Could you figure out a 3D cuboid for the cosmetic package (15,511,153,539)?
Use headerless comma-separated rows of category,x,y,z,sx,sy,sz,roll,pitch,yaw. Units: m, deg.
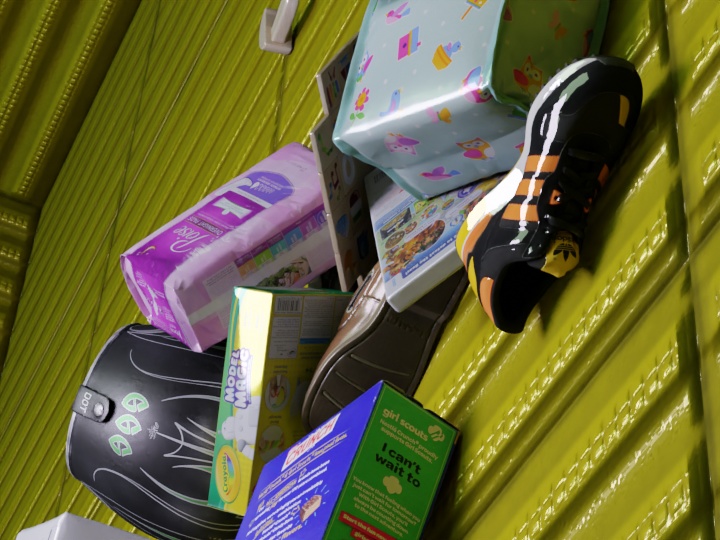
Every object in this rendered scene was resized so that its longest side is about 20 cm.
cosmetic package,-0.202,0.303,1.763,0.200,0.198,0.124,152,137,-68

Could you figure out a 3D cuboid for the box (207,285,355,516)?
box,-0.059,0.115,1.608,0.048,0.117,0.202,8,93,38

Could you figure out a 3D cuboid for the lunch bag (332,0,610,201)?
lunch bag,0.083,-0.173,1.462,0.170,0.122,0.202,-14,55,47

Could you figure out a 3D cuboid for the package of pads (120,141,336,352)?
package of pads,-0.090,-0.023,1.681,0.199,0.076,0.120,-34,28,-19

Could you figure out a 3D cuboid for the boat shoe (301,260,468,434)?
boat shoe,0.021,0.044,1.573,0.201,0.072,0.068,-53,20,16

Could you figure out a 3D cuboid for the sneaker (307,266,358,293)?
sneaker,0.000,0.000,1.729,0.087,0.075,0.201,-39,34,35

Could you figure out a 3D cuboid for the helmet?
helmet,-0.130,0.142,1.710,0.200,0.189,0.202,20,-90,-77

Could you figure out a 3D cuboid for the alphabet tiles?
alphabet tiles,0.002,-0.079,1.623,0.167,0.006,0.202,-54,-42,-58

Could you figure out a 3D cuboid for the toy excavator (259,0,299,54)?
toy excavator,-0.074,-0.373,2.411,0.194,0.099,0.202,152,127,-70

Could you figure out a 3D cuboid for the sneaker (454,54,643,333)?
sneaker,0.131,-0.044,1.317,0.201,0.069,0.090,-58,34,38

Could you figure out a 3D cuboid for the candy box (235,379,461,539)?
candy box,-0.029,0.198,1.419,0.169,0.077,0.201,-40,22,47

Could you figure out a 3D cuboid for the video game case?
video game case,0.069,-0.062,1.514,0.143,0.018,0.200,-37,25,14
